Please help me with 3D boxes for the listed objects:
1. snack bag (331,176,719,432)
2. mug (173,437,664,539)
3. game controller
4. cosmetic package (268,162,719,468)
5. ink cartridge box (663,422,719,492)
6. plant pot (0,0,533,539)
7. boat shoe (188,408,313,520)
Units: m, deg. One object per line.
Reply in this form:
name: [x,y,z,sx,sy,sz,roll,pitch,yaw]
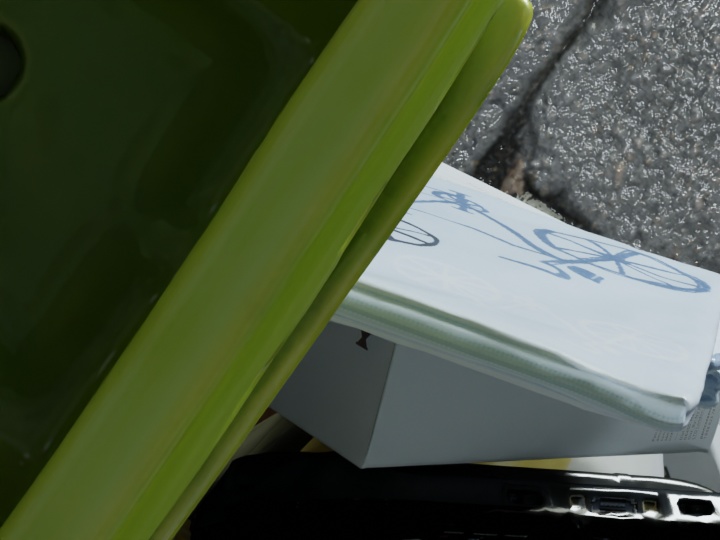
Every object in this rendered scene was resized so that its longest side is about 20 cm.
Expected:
snack bag: [0.009,-0.003,0.619,0.187,0.022,0.200,19,11,7]
mug: [0.026,0.096,0.837,0.149,0.154,0.186,36,-1,27]
game controller: [0.050,0.080,0.729,0.198,0.043,0.104,6,-5,-27]
cosmetic package: [0.000,0.000,0.756,0.150,0.052,0.200,4,18,-42]
ink cartridge box: [0.078,0.108,0.996,0.043,0.199,0.175,-21,92,-55]
plant pot: [-0.087,-0.038,0.439,0.198,0.201,0.181,36,3,8]
boat shoe: [0.001,0.053,0.956,0.076,0.199,0.074,52,20,-32]
